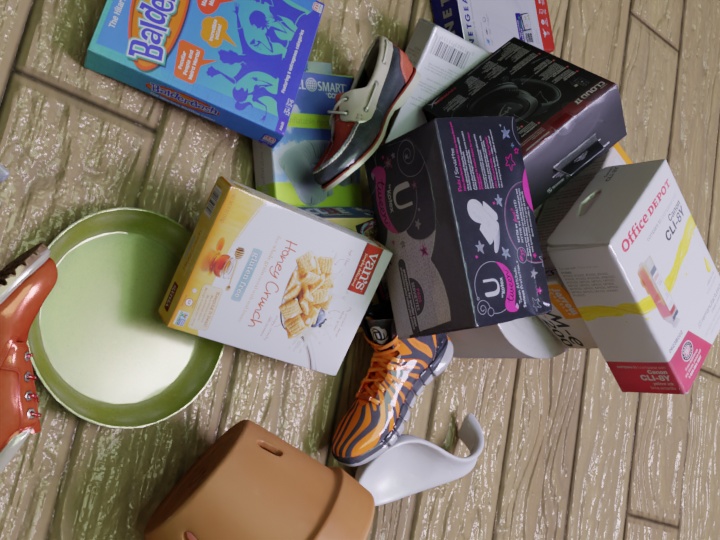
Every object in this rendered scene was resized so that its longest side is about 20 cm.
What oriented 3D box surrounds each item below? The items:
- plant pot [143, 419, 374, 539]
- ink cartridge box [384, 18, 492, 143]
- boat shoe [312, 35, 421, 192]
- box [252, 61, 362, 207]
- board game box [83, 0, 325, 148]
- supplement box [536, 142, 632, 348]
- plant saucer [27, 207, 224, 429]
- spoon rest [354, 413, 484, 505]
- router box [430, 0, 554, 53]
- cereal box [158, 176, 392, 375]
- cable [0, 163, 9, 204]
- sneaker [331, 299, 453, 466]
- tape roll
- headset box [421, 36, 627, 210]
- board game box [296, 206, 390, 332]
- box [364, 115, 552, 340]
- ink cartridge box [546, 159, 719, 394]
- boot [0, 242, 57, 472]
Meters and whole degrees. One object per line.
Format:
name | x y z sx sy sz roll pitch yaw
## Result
plant pot | -0.102 0.235 0.792 0.140 0.200 0.200 45 60 -6
ink cartridge box | 0.119 -0.190 1.073 0.198 0.044 0.176 15 108 -36
boat shoe | -0.002 -0.167 0.910 0.063 0.071 0.201 45 57 -23
box | -0.059 -0.134 0.936 0.120 0.047 0.204 -4 89 -39
board game box | -0.148 -0.231 0.844 0.197 0.045 0.155 20 73 -17
supplement box | 0.263 -0.029 0.987 0.126 0.073 0.202 43 62 -27
plant saucer | -0.217 0.044 0.806 0.197 0.031 0.204 4 83 -37
spoon rest | 0.073 0.218 0.990 0.198 0.061 0.101 -11 131 -40
router box | 0.167 -0.380 1.133 0.177 0.048 0.204 -14 95 -38
cereal box | -0.078 0.011 0.839 0.198 0.039 0.146 20 100 -34
cable | -0.390 -0.083 0.657 0.201 0.069 0.201 53 58 -22
sneaker | 0.018 0.107 0.940 0.201 0.077 0.113 -52 130 -29
tape roll | 0.171 0.005 1.046 0.200 0.138 0.207 3 85 -38
headset box | 0.188 -0.165 0.971 0.148 0.200 0.078 -38 133 -8
board game box | 0.000 0.000 0.944 0.197 0.034 0.138 -3 113 -39
box | 0.094 -0.041 0.881 0.113 0.131 0.204 -7 84 -36
ink cartridge box | 0.299 0.008 0.912 0.145 0.083 0.201 -48 115 -30
boot | -0.293 0.079 0.706 0.107 0.075 0.202 36 80 -23
